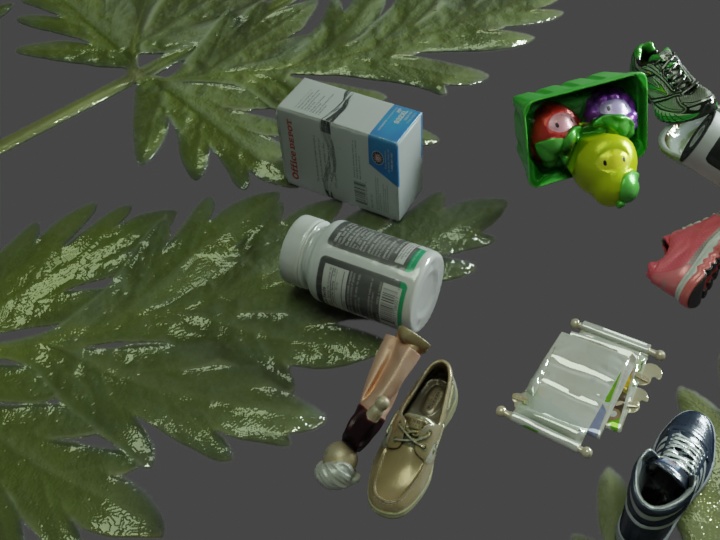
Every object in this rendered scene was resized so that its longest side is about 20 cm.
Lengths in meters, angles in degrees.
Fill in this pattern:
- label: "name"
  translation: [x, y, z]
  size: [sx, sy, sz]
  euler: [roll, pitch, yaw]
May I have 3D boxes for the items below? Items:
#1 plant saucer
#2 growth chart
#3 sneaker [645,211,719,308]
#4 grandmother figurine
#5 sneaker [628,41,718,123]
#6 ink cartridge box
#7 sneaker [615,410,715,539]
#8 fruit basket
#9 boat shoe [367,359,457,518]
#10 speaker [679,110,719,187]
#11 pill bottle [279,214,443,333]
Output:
- label: "plant saucer"
  translation: [0.538, -0.185, 1.423]
  size: [0.197, 0.051, 0.201]
  euler: [-14, 27, 7]
- label: "growth chart"
  translation: [0.277, 0.140, 1.197]
  size: [0.144, 0.018, 0.200]
  euler: [28, 56, 26]
- label: "sneaker"
  translation: [0.453, -0.040, 1.308]
  size: [0.086, 0.074, 0.200]
  euler: [28, 56, 29]
- label: "grandmother figurine"
  translation: [0.010, 0.164, 1.135]
  size: [0.060, 0.121, 0.201]
  euler: [29, 79, 14]
- label: "sneaker"
  translation: [0.472, -0.289, 1.500]
  size: [0.077, 0.086, 0.200]
  euler: [-22, 36, -11]
- label: "ink cartridge box"
  translation: [-0.013, -0.177, 1.423]
  size: [0.198, 0.146, 0.084]
  euler: [20, 51, 22]
- label: "sneaker"
  translation: [0.345, 0.210, 1.065]
  size: [0.069, 0.109, 0.200]
  euler: [25, 54, 24]
- label: "fruit basket"
  translation: [0.335, -0.190, 1.417]
  size: [0.212, 0.157, 0.217]
  euler: [-8, 30, 5]
- label: "boat shoe"
  translation: [0.061, 0.192, 1.135]
  size: [0.071, 0.065, 0.201]
  euler: [17, 51, 19]
- label: "speaker"
  translation: [0.529, -0.124, 1.291]
  size: [0.199, 0.081, 0.082]
  euler: [34, 55, 3]
- label: "pill bottle"
  translation: [0.000, 0.000, 1.283]
  size: [0.198, 0.114, 0.114]
  euler: [20, 52, 21]
